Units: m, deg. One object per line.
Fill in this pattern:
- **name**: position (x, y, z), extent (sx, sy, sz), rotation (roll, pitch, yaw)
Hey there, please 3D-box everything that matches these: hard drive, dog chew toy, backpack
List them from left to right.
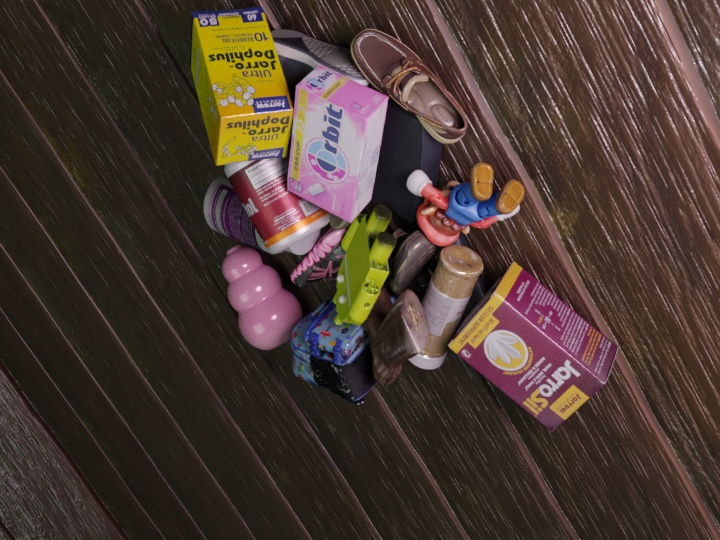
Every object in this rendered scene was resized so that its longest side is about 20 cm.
- **dog chew toy**: position (-0.193, 0.046, 1.766), extent (0.124, 0.124, 0.202), rotation (-24, 95, 51)
- **backpack**: position (-0.034, 0.116, 1.614), extent (0.199, 0.182, 0.136), rotation (13, 135, 44)
- **hard drive**: position (0.053, -0.170, 1.390), extent (0.134, 0.042, 0.202), rotation (30, 139, 23)

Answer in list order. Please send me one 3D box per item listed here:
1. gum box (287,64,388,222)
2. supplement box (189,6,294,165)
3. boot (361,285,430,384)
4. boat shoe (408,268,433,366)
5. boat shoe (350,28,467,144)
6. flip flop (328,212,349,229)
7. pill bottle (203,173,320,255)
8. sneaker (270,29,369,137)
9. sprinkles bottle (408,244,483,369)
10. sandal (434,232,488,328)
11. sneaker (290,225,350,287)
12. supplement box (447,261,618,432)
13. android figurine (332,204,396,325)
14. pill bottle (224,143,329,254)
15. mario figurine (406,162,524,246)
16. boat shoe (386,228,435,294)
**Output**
- **gum box**: position (-0.036, -0.172, 1.331), extent (0.113, 0.066, 0.201), rotation (27, 138, 16)
- **supplement box**: position (-0.176, -0.269, 1.362), extent (0.110, 0.107, 0.202), rotation (110, 146, -57)
- **boot**: position (0.049, 0.061, 1.419), extent (0.200, 0.063, 0.189), rotation (114, 145, -65)
- **boat shoe**: position (0.102, 0.081, 1.516), extent (0.203, 0.062, 0.074), rotation (87, 162, -46)
- **boat shoe**: position (0.069, -0.252, 1.260), extent (0.200, 0.072, 0.072), rotation (46, 180, -2)
- **flip flop**: position (-0.039, -0.139, 1.459), extent (0.201, 0.057, 0.082), rotation (102, 153, -58)
- **pill bottle**: position (-0.167, -0.094, 1.613), extent (0.198, 0.112, 0.113), rotation (22, 135, 35)
- **sneaker**: position (-0.061, -0.259, 1.387), extent (0.201, 0.076, 0.148), rotation (31, 129, 37)
- **sprinkles bottle**: position (0.122, 0.057, 1.410), extent (0.068, 0.068, 0.202), rotation (33, 131, 19)
- **sandal**: position (0.162, 0.010, 1.447), extent (0.075, 0.043, 0.203), rotation (-6, 108, 39)
- **sneaker**: position (-0.049, -0.008, 1.617), extent (0.095, 0.079, 0.200), rotation (40, 145, -8)
- **supplement box**: position (0.248, 0.110, 1.354), extent (0.199, 0.103, 0.131), rotation (38, 127, 3)
- **android figurine**: position (0.000, 0.000, 1.459), extent (0.041, 0.184, 0.201), rotation (13, 133, -18)
- **pill bottle**: position (-0.139, -0.137, 1.452), extent (0.113, 0.112, 0.202), rotation (-24, 96, 51)
- **mario figurine**: position (0.145, -0.109, 1.319), extent (0.124, 0.105, 0.200), rotation (60, 153, -5)
- **boat shoe**: position (0.061, -0.022, 1.451), extent (0.074, 0.074, 0.200), rotation (50, 163, 10)
